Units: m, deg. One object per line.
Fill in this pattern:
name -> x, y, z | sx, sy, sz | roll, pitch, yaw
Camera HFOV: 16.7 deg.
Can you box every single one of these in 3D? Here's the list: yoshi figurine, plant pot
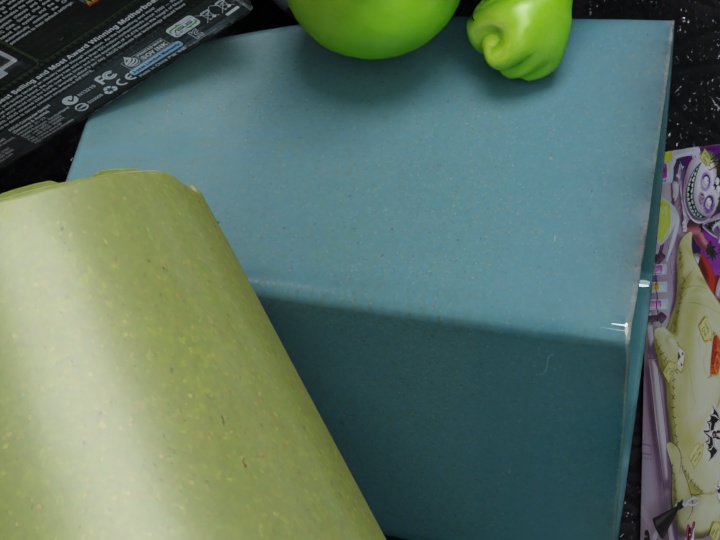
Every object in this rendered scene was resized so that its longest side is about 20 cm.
yoshi figurine -> 0.050, -0.124, 0.804 | 0.199, 0.112, 0.113 | -17, 117, -30
plant pot -> -0.075, 0.078, 0.716 | 0.199, 0.200, 0.191 | -18, 80, -6
plant pot -> 0.000, 0.000, 0.849 | 0.199, 0.142, 0.142 | 7, 50, 8

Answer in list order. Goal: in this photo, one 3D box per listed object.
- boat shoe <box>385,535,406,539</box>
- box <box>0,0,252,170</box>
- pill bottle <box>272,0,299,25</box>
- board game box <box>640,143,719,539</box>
boat shoe -> 0.027, 0.148, 0.892 | 0.068, 0.084, 0.201 | 3, 88, -9
box -> -0.169, -0.088, 0.786 | 0.200, 0.193, 0.048 | -30, 54, 26
pill bottle -> -0.040, -0.180, 0.888 | 0.200, 0.113, 0.113 | 41, 84, -2
board game box -> 0.143, 0.053, 0.889 | 0.032, 0.120, 0.201 | 4, 86, -30
